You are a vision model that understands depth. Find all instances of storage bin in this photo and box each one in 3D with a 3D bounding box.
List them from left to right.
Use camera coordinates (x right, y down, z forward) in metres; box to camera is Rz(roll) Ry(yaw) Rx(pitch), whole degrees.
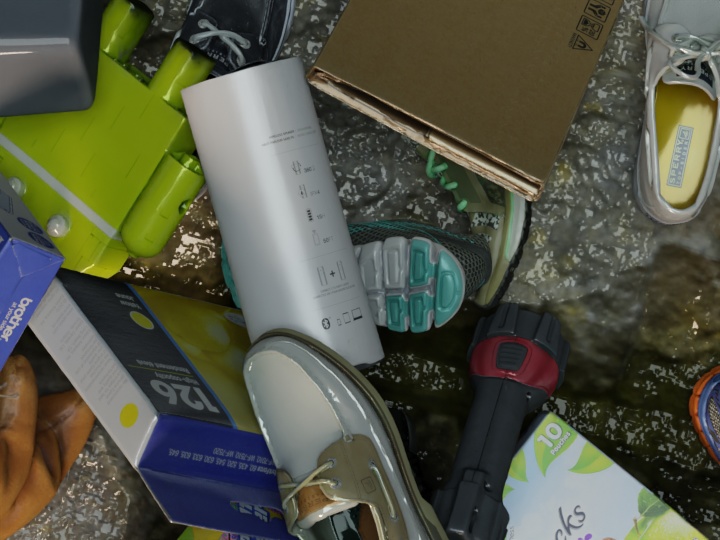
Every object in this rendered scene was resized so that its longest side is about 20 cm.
[{"bbox_3d":[-0.233,-0.192,1.540,0.134,0.146,0.201,-1,63,3],"label":"storage bin"}]

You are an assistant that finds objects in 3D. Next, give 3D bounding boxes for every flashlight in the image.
[{"bbox_3d":[0.084,0.113,1.570,0.068,0.068,0.201,39,46,-22],"label":"flashlight"}]

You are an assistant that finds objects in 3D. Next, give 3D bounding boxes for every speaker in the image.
[{"bbox_3d":[-0.048,-0.030,1.520,0.081,0.081,0.201,-16,93,-3],"label":"speaker"}]

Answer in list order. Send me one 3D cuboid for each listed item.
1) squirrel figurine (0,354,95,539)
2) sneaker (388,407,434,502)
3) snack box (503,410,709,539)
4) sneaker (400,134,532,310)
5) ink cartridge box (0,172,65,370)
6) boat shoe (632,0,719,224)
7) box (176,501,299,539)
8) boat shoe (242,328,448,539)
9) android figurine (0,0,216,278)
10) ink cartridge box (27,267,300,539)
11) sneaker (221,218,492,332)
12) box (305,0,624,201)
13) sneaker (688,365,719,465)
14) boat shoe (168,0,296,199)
[{"bbox_3d":[-0.268,0.140,1.546,0.141,0.187,0.201,24,89,-2],"label":"squirrel figurine"},{"bbox_3d":[0.016,0.140,1.595,0.200,0.070,0.100,28,77,22],"label":"sneaker"},{"bbox_3d":[0.116,0.214,1.631,0.142,0.053,0.200,38,88,0],"label":"snack box"},{"bbox_3d":[0.071,-0.073,1.629,0.088,0.077,0.201,1,83,7],"label":"sneaker"},{"bbox_3d":[-0.257,-0.019,1.541,0.044,0.200,0.094,24,104,-36],"label":"ink cartridge box"},{"bbox_3d":[0.219,-0.132,1.621,0.074,0.086,0.203,10,90,-3],"label":"boat shoe"},{"bbox_3d":[-0.062,0.272,1.514,0.192,0.122,0.200,32,111,-18],"label":"box"},{"bbox_3d":[-0.012,0.128,1.460,0.075,0.068,0.200,-32,93,35],"label":"boat shoe"},{"bbox_3d":[-0.180,-0.077,1.591,0.182,0.041,0.200,40,100,27],"label":"android figurine"},{"bbox_3d":[-0.091,0.086,1.514,0.047,0.197,0.200,-54,53,15],"label":"ink cartridge box"},{"bbox_3d":[0.000,0.000,1.601,0.199,0.091,0.078,8,107,34],"label":"sneaker"},{"bbox_3d":[0.072,-0.151,1.565,0.163,0.021,0.200,27,49,-1],"label":"box"},{"bbox_3d":[0.293,0.152,1.627,0.075,0.078,0.200,-41,91,-2],"label":"sneaker"},{"bbox_3d":[-0.097,-0.137,1.615,0.071,0.068,0.201,25,89,-2],"label":"boat shoe"}]
